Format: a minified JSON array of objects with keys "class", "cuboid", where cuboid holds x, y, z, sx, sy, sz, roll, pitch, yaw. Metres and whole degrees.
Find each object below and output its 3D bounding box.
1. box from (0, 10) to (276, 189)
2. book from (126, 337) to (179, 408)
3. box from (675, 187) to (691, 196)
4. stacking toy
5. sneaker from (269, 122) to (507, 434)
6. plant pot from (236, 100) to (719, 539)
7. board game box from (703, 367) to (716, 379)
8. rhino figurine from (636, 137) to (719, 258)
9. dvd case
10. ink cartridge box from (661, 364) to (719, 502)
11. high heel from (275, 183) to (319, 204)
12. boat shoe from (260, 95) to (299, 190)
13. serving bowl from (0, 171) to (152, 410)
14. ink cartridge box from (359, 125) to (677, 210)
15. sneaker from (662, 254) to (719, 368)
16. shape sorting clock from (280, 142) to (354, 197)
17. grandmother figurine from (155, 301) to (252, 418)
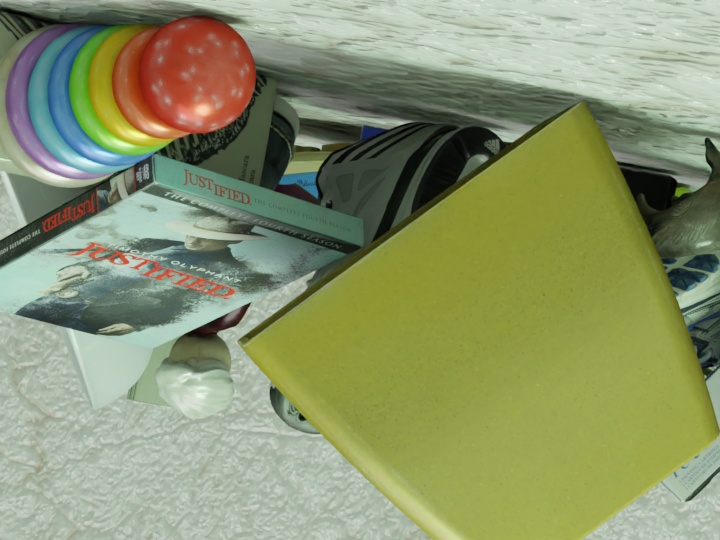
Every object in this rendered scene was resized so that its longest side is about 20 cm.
[{"class":"box","cuboid":[-0.151,-0.086,1.362,0.199,0.082,0.068,10,178,-30]},{"class":"book","cuboid":[-0.122,-0.007,1.743,0.048,0.201,0.134,10,178,-2]},{"class":"box","cuboid":[0.113,-0.024,1.622,0.199,0.048,0.122,-2,177,7]},{"class":"stacking toy","cuboid":[-0.111,-0.086,1.227,0.085,0.086,0.200,12,174,-26]},{"class":"sneaker","cuboid":[0.000,0.000,1.450,0.076,0.201,0.115,40,170,-28]},{"class":"plant pot","cuboid":[0.070,0.049,1.283,0.177,0.200,0.200,54,176,-1]},{"class":"board game box","cuboid":[0.255,0.074,1.622,0.200,0.023,0.105,46,168,-5]},{"class":"rhino figurine","cuboid":[0.214,-0.020,1.210,0.200,0.088,0.060,11,149,42]},{"class":"dvd case","cuboid":[-0.116,-0.007,1.406,0.146,0.022,0.200,17,150,-38]},{"class":"ink cartridge box","cuboid":[0.242,0.047,1.429,0.044,0.200,0.094,46,-175,10]},{"class":"high heel","cuboid":[-0.114,-0.065,1.539,0.200,0.068,0.096,25,-164,27]},{"class":"boat shoe","cuboid":[-0.138,-0.078,1.474,0.199,0.062,0.073,7,147,4]},{"class":"serving bowl","cuboid":[-0.174,-0.016,1.585,0.066,0.201,0.200,-21,-177,-7]},{"class":"ink cartridge box","cuboid":[0.084,-0.027,1.520,0.199,0.095,0.037,11,178,16]},{"class":"sneaker","cuboid":[0.185,0.024,1.448,0.200,0.085,0.077,-20,-151,-34]},{"class":"shape sorting clock","cuboid":[0.020,-0.063,1.688,0.199,0.039,0.200,1,177,0]},{"class":"grandmother figurine","cuboid":[-0.096,-0.005,1.619,0.060,0.201,0.121,6,-178,-28]}]
